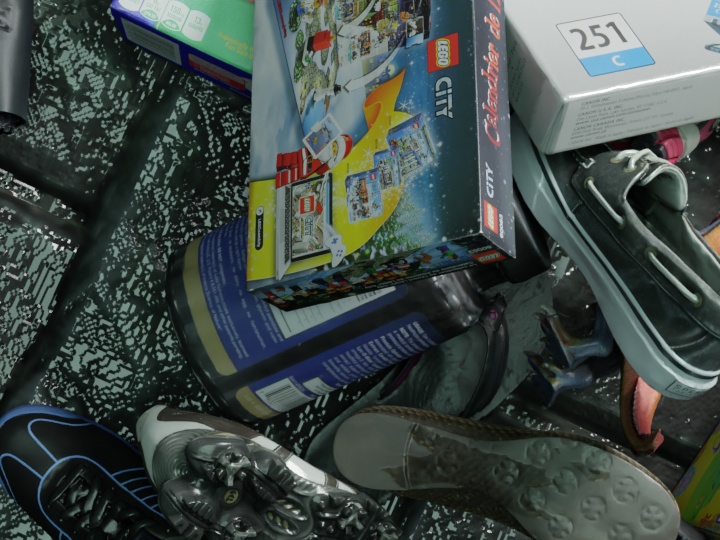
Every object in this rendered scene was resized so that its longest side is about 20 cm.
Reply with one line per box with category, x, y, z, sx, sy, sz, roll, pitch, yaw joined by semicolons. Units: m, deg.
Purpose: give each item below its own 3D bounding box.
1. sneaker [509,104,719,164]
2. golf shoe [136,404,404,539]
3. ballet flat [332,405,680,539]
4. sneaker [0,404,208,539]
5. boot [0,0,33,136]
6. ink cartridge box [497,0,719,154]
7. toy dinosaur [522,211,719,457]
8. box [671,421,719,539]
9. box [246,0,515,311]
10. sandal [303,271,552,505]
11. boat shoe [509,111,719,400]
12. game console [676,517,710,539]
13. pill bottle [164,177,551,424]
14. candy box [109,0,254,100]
sneaker;0.125;-0.125;0.851;0.074;0.081;0.200;-35;58;-22
golf shoe;-0.049;0.132;0.820;0.078;0.094;0.200;-49;130;-5
ballet flat;0.081;0.116;0.807;0.198;0.046;0.068;11;92;16
sneaker;-0.133;0.147;0.826;0.199;0.078;0.070;37;83;-1
boot;-0.280;-0.173;0.840;0.198;0.076;0.170;12;81;-10
ink cartridge box;0.151;-0.155;0.795;0.198;0.045;0.177;-13;53;-20
toy dinosaur;0.182;0.021;0.833;0.180;0.106;0.201;-23;49;-15
box;0.299;0.155;0.801;0.192;0.200;0.122;37;83;-2
box;0.008;-0.090;0.738;0.135;0.038;0.202;-13;65;30
sandal;0.047;0.069;0.862;0.075;0.048;0.201;41;84;0
boat shoe;0.144;-0.029;0.750;0.072;0.071;0.201;6;43;-40
game console;0.178;0.262;0.824;0.199;0.176;0.117;38;45;-1
pill bottle;0.000;0.000;0.805;0.198;0.112;0.113;-24;87;13
candy box;-0.031;-0.202;0.864;0.168;0.077;0.202;24;82;-2
